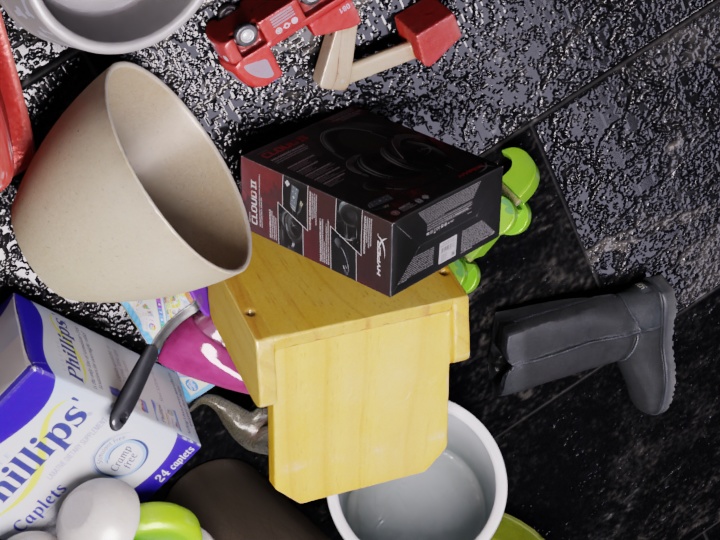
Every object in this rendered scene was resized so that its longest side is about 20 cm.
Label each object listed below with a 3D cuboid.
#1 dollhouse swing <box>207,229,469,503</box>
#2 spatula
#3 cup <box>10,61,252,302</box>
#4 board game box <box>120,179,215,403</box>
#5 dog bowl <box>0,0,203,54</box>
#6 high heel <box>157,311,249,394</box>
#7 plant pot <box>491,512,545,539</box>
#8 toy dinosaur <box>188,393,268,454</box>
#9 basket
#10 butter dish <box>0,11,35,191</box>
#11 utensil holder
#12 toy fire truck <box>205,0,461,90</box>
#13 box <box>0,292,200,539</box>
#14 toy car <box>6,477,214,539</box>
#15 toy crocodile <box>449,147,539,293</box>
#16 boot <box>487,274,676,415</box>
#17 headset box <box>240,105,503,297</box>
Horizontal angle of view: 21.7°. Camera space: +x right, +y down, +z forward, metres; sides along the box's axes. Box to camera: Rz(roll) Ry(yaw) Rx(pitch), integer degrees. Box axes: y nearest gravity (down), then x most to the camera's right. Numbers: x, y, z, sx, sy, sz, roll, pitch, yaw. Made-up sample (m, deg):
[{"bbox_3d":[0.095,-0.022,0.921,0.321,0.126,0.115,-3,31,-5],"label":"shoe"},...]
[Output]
[{"bbox_3d":[-0.024,0.074,1.681,0.199,0.182,0.176,-13,135,-21],"label":"dollhouse swing"},{"bbox_3d":[-0.168,0.057,1.633,0.200,0.020,0.057,-60,144,-26],"label":"spatula"},{"bbox_3d":[-0.205,-0.052,1.566,0.143,0.201,0.200,-30,132,18],"label":"cup"},{"bbox_3d":[-0.150,0.014,1.721,0.134,0.034,0.200,-33,130,-6],"label":"board game box"},{"bbox_3d":[-0.197,-0.263,1.488,0.200,0.059,0.201,-16,122,-26],"label":"dog bowl"},{"bbox_3d":[-0.089,0.112,1.722,0.096,0.067,0.200,-40,101,13],"label":"high heel"},{"bbox_3d":[0.105,0.390,2.017,0.200,0.201,0.193,-12,137,-21],"label":"plant pot"},{"bbox_3d":[-0.069,0.141,1.800,0.200,0.077,0.103,-12,122,-37],"label":"toy dinosaur"},{"bbox_3d":[-0.109,0.284,1.809,0.180,0.200,0.136,-43,129,1],"label":"basket"},{"bbox_3d":[-0.349,-0.106,1.463,0.199,0.148,0.200,-21,127,-15],"label":"butter dish"},{"bbox_3d":[0.056,0.222,1.832,0.170,0.170,0.200,-33,166,-6],"label":"utensil holder"},{"bbox_3d":[-0.023,-0.208,1.638,0.200,0.049,0.141,-34,130,-5],"label":"toy fire truck"},{"bbox_3d":[-0.280,0.147,1.670,0.200,0.105,0.184,30,113,-38],"label":"box"},{"bbox_3d":[-0.217,0.292,1.646,0.200,0.150,0.175,-37,135,12],"label":"toy car"},{"bbox_3d":[0.105,-0.031,1.816,0.200,0.062,0.067,-51,165,15],"label":"toy crocodile"},{"bbox_3d":[0.230,0.099,1.960,0.199,0.066,0.165,-16,117,-23],"label":"boot"},{"bbox_3d":[0.002,-0.068,1.641,0.149,0.200,0.077,-27,131,-40],"label":"headset box"}]
